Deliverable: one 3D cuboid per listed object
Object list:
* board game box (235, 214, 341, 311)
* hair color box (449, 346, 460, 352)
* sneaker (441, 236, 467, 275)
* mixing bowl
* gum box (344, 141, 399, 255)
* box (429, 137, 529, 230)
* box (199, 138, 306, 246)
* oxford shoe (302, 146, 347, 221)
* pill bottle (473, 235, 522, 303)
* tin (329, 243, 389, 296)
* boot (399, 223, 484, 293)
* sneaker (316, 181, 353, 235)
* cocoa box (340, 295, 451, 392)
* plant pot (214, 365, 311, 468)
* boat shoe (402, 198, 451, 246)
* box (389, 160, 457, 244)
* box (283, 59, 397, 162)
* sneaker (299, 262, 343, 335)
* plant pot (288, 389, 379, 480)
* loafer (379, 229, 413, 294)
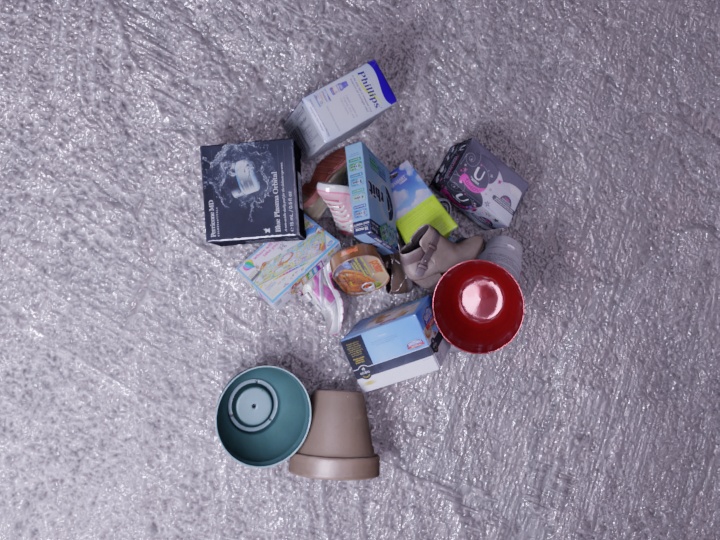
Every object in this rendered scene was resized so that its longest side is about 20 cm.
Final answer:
[{"bbox_3d":[-0.156,-0.024,1.329,0.200,0.034,0.134,-43,60,-16],"label":"board game box"},{"bbox_3d":[0.243,0.148,1.507,0.196,0.060,0.101,-4,89,-22],"label":"hair color box"},{"bbox_3d":[0.196,-0.035,1.472,0.197,0.079,0.098,-16,110,-38],"label":"sneaker"},{"bbox_3d":[0.264,0.072,1.345,0.196,0.108,0.205,2,98,17],"label":"mixing bowl"},{"bbox_3d":[0.027,-0.153,1.332,0.044,0.169,0.204,-12,74,20],"label":"gum box"},{"bbox_3d":[0.295,-0.209,1.511,0.198,0.114,0.134,34,76,-16],"label":"box"},{"bbox_3d":[-0.221,-0.159,1.276,0.195,0.117,0.201,-4,90,2],"label":"box"},{"bbox_3d":[-0.071,-0.203,1.405,0.201,0.070,0.074,-51,132,-17],"label":"oxford shoe"},{"bbox_3d":[0.332,0.018,1.489,0.113,0.113,0.202,38,52,-16],"label":"pill bottle"},{"bbox_3d":[0.000,0.000,1.351,0.110,0.200,0.043,-17,64,8],"label":"tin"},{"bbox_3d":[0.181,-0.049,1.369,0.200,0.070,0.147,-47,123,-11],"label":"boot"},{"bbox_3d":[-0.035,-0.134,1.364,0.199,0.074,0.107,9,95,-61],"label":"sneaker"},{"bbox_3d":[0.080,0.162,1.355,0.133,0.197,0.133,65,26,-7],"label":"cocoa box"},{"bbox_3d":[-0.215,0.295,1.284,0.196,0.134,0.205,1,89,-21],"label":"plant pot"},{"bbox_3d":[0.164,-0.098,1.480,0.200,0.068,0.074,-47,104,-16],"label":"boat shoe"},{"bbox_3d":[0.123,-0.144,1.435,0.121,0.048,0.202,-34,76,-4],"label":"box"},{"bbox_3d":[-0.049,-0.348,1.346,0.198,0.183,0.106,-33,98,-19],"label":"box"},{"bbox_3d":[-0.097,0.051,1.374,0.087,0.081,0.204,-16,87,-17],"label":"sneaker"},{"bbox_3d":[-0.054,0.351,1.322,0.196,0.200,0.179,6,78,-21],"label":"plant pot"},{"bbox_3d":[0.063,-0.033,1.436,0.070,0.073,0.203,-23,96,-20],"label":"loafer"}]
